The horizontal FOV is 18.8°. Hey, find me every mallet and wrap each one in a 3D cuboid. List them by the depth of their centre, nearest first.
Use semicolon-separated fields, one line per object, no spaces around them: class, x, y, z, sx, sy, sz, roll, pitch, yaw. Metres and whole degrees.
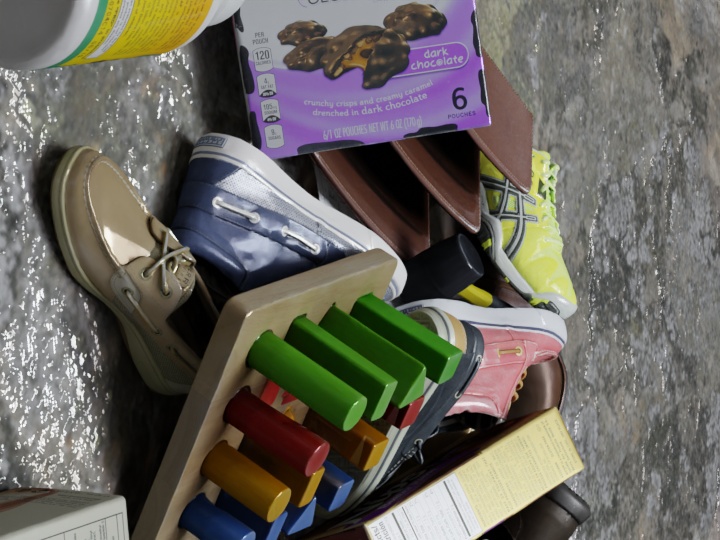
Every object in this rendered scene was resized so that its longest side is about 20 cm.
mallet;0.085;0.027;1.711;0.200;0.065;0.041;42;25;-62

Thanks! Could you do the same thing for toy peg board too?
toy peg board;-0.033;0.109;1.440;0.200;0.097;0.200;-19;136;-58

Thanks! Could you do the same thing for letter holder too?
letter holder;0.047;-0.101;1.633;0.200;0.100;0.143;46;38;-49

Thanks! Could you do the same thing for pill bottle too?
pill bottle;-0.151;-0.183;1.307;0.200;0.112;0.114;-19;106;-59

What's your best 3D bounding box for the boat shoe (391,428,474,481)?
boat shoe;0.062;0.152;1.731;0.069;0.073;0.202;55;44;-63

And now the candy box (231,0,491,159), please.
candy box;-0.007;-0.190;1.493;0.072;0.166;0.202;-102;-177;-79

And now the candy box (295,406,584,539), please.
candy box;0.055;0.174;1.594;0.199;0.116;0.057;-26;91;-34

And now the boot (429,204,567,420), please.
boot;0.102;0.051;1.804;0.199;0.064;0.188;15;73;-58

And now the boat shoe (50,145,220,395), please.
boat shoe;-0.132;0.001;1.384;0.072;0.064;0.201;-61;140;-40

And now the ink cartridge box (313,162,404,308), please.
ink cartridge box;0.000;0.000;1.658;0.162;0.057;0.202;15;57;-59

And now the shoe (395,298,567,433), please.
shoe;0.096;0.078;1.666;0.199;0.071;0.092;9;68;-52

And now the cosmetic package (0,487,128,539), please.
cosmetic package;-0.218;0.190;1.210;0.200;0.087;0.105;-9;99;-61

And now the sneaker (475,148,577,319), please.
sneaker;0.128;-0.055;1.748;0.201;0.076;0.075;64;16;16

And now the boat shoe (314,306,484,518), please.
boat shoe;0.023;0.106;1.555;0.062;0.201;0.075;5;41;-42

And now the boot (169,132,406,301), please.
boot;-0.054;-0.006;1.503;0.199;0.072;0.091;35;64;-32

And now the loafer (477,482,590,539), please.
loafer;0.112;0.200;1.737;0.073;0.200;0.072;40;73;-6
